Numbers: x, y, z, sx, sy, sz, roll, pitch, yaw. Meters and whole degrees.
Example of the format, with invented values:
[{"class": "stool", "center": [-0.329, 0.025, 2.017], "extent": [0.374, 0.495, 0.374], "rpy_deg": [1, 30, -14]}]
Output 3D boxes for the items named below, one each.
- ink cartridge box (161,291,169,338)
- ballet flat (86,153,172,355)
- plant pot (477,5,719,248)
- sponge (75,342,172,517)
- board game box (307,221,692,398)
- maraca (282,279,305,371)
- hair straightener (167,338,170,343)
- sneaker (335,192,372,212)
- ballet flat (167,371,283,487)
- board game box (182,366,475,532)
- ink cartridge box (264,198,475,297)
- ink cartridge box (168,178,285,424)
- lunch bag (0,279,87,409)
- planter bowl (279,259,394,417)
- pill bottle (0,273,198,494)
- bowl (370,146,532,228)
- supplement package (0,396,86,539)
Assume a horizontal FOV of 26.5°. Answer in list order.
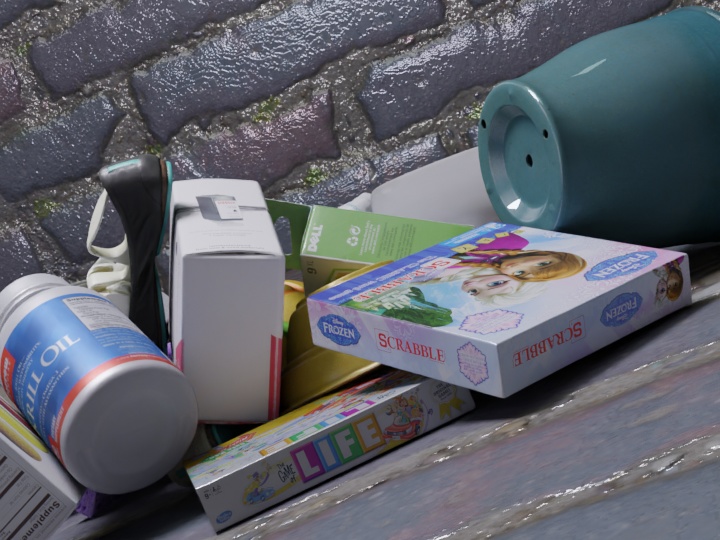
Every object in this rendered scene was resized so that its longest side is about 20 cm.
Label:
[{"class": "ink cartridge box", "center": [-0.244, 0.125, 1.432], "extent": [0.198, 0.043, 0.200], "rpy_deg": [-61, -3, 11]}, {"class": "ballet flat", "center": [-0.194, -0.009, 1.280], "extent": [0.068, 0.200, 0.068], "rpy_deg": [-3, 32, -13]}, {"class": "plant pot", "center": [0.207, -0.102, 1.249], "extent": [0.188, 0.200, 0.200], "rpy_deg": [-14, 0, -23]}, {"class": "sponge", "center": [-0.183, 0.127, 1.359], "extent": [0.030, 0.112, 0.200], "rpy_deg": [21, 27, 22]}, {"class": "board game box", "center": [0.099, 0.021, 1.110], "extent": [0.200, 0.041, 0.199], "rpy_deg": [-23, 22, -37]}, {"class": "maraca", "center": [-0.073, 0.066, 1.486], "extent": [0.200, 0.137, 0.107], "rpy_deg": [134, 157, -80]}, {"class": "hair straightener", "center": [-0.191, 0.098, 1.464], "extent": [0.077, 0.041, 0.200], "rpy_deg": [-6, 58, 63]}, {"class": "sneaker", "center": [0.002, 0.008, 1.498], "extent": [0.080, 0.070, 0.200], "rpy_deg": [-42, -30, -29]}, {"class": "ballet flat", "center": [-0.113, 0.128, 1.286], "extent": [0.062, 0.068, 0.200], "rpy_deg": [-32, 1, 18]}, {"class": "board game box", "center": [-0.027, 0.120, 1.106], "extent": [0.200, 0.034, 0.134], "rpy_deg": [-24, 5, -10]}, {"class": "ink cartridge box", "center": [0.000, 0.000, 1.361], "extent": [0.200, 0.059, 0.104], "rpy_deg": [8, -35, 8]}, {"class": "ink cartridge box", "center": [-0.114, 0.020, 1.263], "extent": [0.085, 0.146, 0.200], "rpy_deg": [1, 19, -8]}, {"class": "lunch bag", "center": [-0.351, 0.121, 1.692], "extent": [0.168, 0.200, 0.139], "rpy_deg": [-19, 6, 36]}, {"class": "planter bowl", "center": [0.004, 0.046, 1.261], "extent": [0.200, 0.084, 0.200], "rpy_deg": [-25, -7, -3]}, {"class": "pill bottle", "center": [-0.218, 0.080, 1.195], "extent": [0.112, 0.112, 0.200], "rpy_deg": [-26, 35, -24]}, {"class": "bowl", "center": [0.129, -0.031, 1.415], "extent": [0.200, 0.075, 0.200], "rpy_deg": [-18, -32, 36]}, {"class": "supplement package", "center": [-0.315, 0.140, 1.146], "extent": [0.110, 0.200, 0.114], "rpy_deg": [-48, 6, 0]}]
